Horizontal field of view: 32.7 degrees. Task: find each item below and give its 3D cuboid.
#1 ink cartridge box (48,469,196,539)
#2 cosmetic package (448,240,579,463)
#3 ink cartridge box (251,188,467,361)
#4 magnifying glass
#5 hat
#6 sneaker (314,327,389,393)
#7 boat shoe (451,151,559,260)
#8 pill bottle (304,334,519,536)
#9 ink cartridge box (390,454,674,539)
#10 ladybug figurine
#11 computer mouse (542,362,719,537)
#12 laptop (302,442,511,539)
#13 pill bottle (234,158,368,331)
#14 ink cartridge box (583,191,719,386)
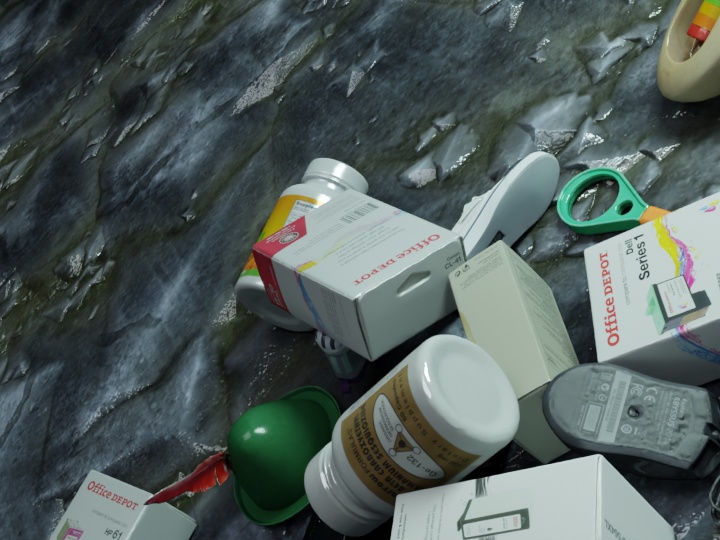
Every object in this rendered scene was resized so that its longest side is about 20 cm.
[{"bbox_3d":[-0.300,0.345,1.417,0.144,0.085,0.200,7,60,47],"label":"ink cartridge box"},{"bbox_3d":[0.159,0.077,1.203,0.071,0.105,0.200,-34,37,19],"label":"cosmetic package"},{"bbox_3d":[0.000,0.000,1.319,0.147,0.086,0.200,-30,34,-24],"label":"ink cartridge box"},{"bbox_3d":[0.282,-0.061,1.276,0.080,0.022,0.200,-53,38,-8],"label":"magnifying glass"},{"bbox_3d":[-0.133,0.170,1.324,0.166,0.176,0.200,-48,33,7],"label":"hat"},{"bbox_3d":[0.020,0.051,1.397,0.074,0.088,0.200,11,39,37],"label":"sneaker"},{"bbox_3d":[0.140,-0.056,1.366,0.200,0.074,0.065,-50,41,-6],"label":"boat shoe"},{"bbox_3d":[0.039,0.156,1.111,0.200,0.114,0.114,-45,32,35],"label":"pill bottle"},{"bbox_3d":[0.145,0.238,1.031,0.200,0.146,0.084,-18,45,32],"label":"ink cartridge box"},{"bbox_3d":[0.385,-0.263,1.281,0.200,0.072,0.136,-63,19,21],"label":"ladybug figurine"},{"bbox_3d":[0.254,0.145,1.063,0.200,0.053,0.139,17,61,20],"label":"computer mouse"},{"bbox_3d":[0.046,0.221,1.258,0.200,0.116,0.187,13,63,17],"label":"laptop"},{"bbox_3d":[-0.065,-0.035,1.515,0.111,0.111,0.200,0,57,44],"label":"pill bottle"},{"bbox_3d":[0.314,0.018,1.120,0.200,0.084,0.145,-25,42,27],"label":"ink cartridge box"}]
